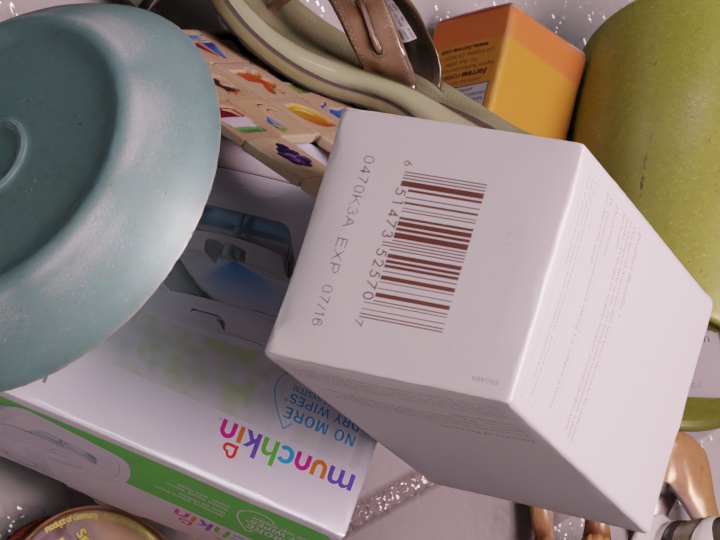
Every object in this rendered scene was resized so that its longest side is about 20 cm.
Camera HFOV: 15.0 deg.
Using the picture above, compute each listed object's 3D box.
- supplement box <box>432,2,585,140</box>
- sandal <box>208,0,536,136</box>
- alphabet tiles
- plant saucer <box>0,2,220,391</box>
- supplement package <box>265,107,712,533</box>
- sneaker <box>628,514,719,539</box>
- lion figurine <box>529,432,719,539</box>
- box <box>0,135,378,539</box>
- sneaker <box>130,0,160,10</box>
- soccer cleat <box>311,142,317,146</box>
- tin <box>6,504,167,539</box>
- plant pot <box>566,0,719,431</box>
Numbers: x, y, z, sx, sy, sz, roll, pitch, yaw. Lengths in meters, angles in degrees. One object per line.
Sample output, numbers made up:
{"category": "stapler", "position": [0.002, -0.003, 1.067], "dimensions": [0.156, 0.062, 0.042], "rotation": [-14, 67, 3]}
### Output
{"category": "supplement box", "position": [0.059, -0.038, 1.461], "dimensions": [0.067, 0.069, 0.200], "rotation": [32, 62, -37]}
{"category": "sandal", "position": [0.014, -0.108, 1.342], "dimensions": [0.201, 0.057, 0.080], "rotation": [28, 18, 5]}
{"category": "alphabet tiles", "position": [-0.017, -0.072, 1.306], "dimensions": [0.200, 0.167, 0.008], "rotation": [-8, 129, -61]}
{"category": "plant saucer", "position": [-0.155, -0.041, 1.200], "dimensions": [0.036, 0.200, 0.200], "rotation": [44, 56, -47]}
{"category": "supplement package", "position": [0.062, 0.025, 1.194], "dimensions": [0.200, 0.117, 0.117], "rotation": [43, 61, -59]}
{"category": "sneaker", "position": [0.207, 0.226, 1.433], "dimensions": [0.076, 0.115, 0.201], "rotation": [-17, 99, -54]}
{"category": "lion figurine", "position": [0.144, 0.107, 1.517], "dimensions": [0.200, 0.072, 0.123], "rotation": [29, 57, -48]}
{"category": "box", "position": [-0.082, 0.022, 1.278], "dimensions": [0.200, 0.097, 0.177], "rotation": [25, 65, -8]}
{"category": "sneaker", "position": [-0.092, -0.229, 1.373], "dimensions": [0.089, 0.077, 0.200], "rotation": [34, 59, -19]}
{"category": "soccer cleat", "position": [0.000, 0.000, 1.388], "dimensions": [0.086, 0.070, 0.200], "rotation": [6, 74, 2]}
{"category": "tin", "position": [-0.106, 0.203, 1.301], "dimensions": [0.112, 0.042, 0.200], "rotation": [-41, 105, -32]}
{"category": "plant pot", "position": [0.183, -0.018, 1.453], "dimensions": [0.187, 0.187, 0.200], "rotation": [46, 42, -24]}
